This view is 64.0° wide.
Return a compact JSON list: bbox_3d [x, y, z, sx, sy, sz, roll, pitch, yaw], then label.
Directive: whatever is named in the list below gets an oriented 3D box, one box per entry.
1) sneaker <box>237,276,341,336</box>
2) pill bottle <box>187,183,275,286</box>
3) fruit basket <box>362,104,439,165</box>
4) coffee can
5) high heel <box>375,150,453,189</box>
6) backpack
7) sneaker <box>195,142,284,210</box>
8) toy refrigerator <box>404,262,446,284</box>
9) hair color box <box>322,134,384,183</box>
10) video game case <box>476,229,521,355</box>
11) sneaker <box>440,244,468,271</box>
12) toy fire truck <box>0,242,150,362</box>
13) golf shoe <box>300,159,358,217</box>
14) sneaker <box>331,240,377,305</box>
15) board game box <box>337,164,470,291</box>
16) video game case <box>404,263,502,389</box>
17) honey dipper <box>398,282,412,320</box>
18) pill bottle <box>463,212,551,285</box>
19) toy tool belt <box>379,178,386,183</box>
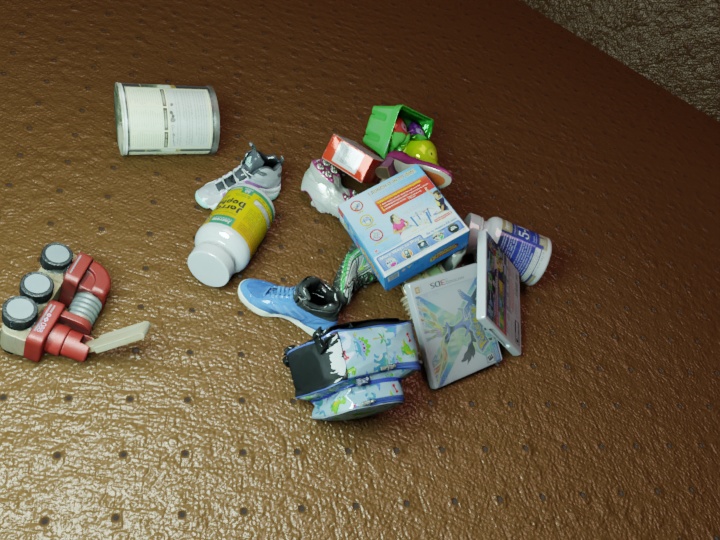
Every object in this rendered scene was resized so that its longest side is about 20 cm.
[{"bbox_3d":[-0.127,0.043,1.058,0.197,0.112,0.077,27,44,3],"label":"sneaker"},{"bbox_3d":[-0.248,-0.067,1.106,0.111,0.114,0.202,23,45,-1],"label":"pill bottle"},{"bbox_3d":[0.130,-0.316,1.447,0.211,0.158,0.216,18,13,-4],"label":"fruit basket"},{"bbox_3d":[-0.417,-0.325,1.244,0.196,0.148,0.148,-7,52,-28],"label":"coffee can"},{"bbox_3d":[0.133,-0.235,1.281,0.197,0.068,0.096,18,49,33],"label":"high heel"},{"bbox_3d":[-0.001,0.166,0.959,0.197,0.182,0.150,-7,75,-32],"label":"backpack"},{"bbox_3d":[-0.249,-0.206,1.212,0.198,0.141,0.078,-21,59,-36],"label":"sneaker"},{"bbox_3d":[0.147,0.034,1.214,0.075,0.071,0.202,-9,54,-30],"label":"toy refrigerator"},{"bbox_3d":[-0.006,-0.258,1.356,0.110,0.065,0.200,32,15,8],"label":"hair color box"},{"bbox_3d":[0.287,0.048,1.193,0.182,0.023,0.203,41,47,-42],"label":"video game case"},{"bbox_3d":[0.174,-0.060,1.243,0.078,0.076,0.200,31,14,-13],"label":"sneaker"},{"bbox_3d":[-0.434,0.064,0.913,0.197,0.129,0.178,25,43,-16],"label":"toy fire truck"},{"bbox_3d":[-0.056,-0.154,1.300,0.201,0.091,0.075,51,30,8],"label":"golf shoe"},{"bbox_3d":[0.000,0.000,1.177,0.084,0.079,0.201,27,44,2],"label":"sneaker"},{"bbox_3d":[0.084,-0.091,1.159,0.197,0.056,0.197,-27,61,-10],"label":"board game box"},{"bbox_3d":[0.184,0.104,1.122,0.179,0.022,0.204,-15,90,-31],"label":"video game case"},{"bbox_3d":[0.072,0.005,1.191,0.038,0.038,0.203,-19,76,-36],"label":"honey dipper"},{"bbox_3d":[0.328,-0.055,1.338,0.196,0.121,0.121,21,44,-4],"label":"pill bottle"},{"bbox_3d":[0.084,-0.167,1.357,0.121,0.127,0.200,8,33,30],"label":"toy tool belt"}]
